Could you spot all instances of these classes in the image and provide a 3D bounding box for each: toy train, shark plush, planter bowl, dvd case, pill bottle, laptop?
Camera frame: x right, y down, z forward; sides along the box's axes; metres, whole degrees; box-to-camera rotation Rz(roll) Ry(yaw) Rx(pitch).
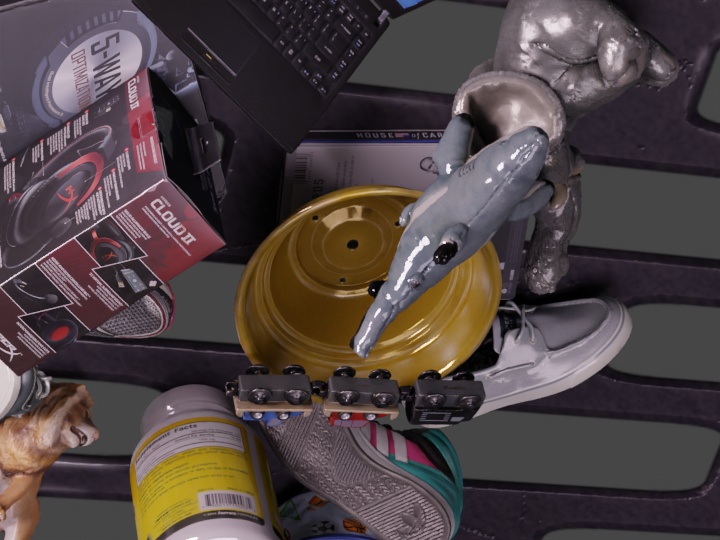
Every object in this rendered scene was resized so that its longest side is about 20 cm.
[{"bbox_3d":[-0.005,0.096,1.584,0.200,0.034,0.046,3,137,-15],"label":"toy train"},{"bbox_3d":[0.053,-0.029,1.471,0.200,0.083,0.091,-39,105,4],"label":"shark plush"},{"bbox_3d":[0.000,0.000,1.595,0.200,0.083,0.200,-6,126,-8],"label":"planter bowl"},{"bbox_3d":[0.033,-0.041,1.648,0.200,0.025,0.150,0,125,-11],"label":"dvd case"},{"bbox_3d":[-0.123,0.183,1.665,0.112,0.200,0.112,-6,125,-8],"label":"pill bottle"},{"bbox_3d":[-0.023,-0.204,1.466,0.177,0.103,0.200,44,77,-32],"label":"laptop"}]

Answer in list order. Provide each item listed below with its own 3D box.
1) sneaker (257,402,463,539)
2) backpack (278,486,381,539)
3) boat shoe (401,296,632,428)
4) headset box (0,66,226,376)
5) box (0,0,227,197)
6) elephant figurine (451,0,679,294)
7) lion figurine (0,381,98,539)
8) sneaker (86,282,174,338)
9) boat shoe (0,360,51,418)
[{"bbox_3d":[0.010,0.149,1.745,0.200,0.121,0.084,41,106,10],"label":"sneaker"},{"bbox_3d":[-0.022,0.286,1.798,0.200,0.154,0.191,12,113,-18],"label":"backpack"},{"bbox_3d":[0.120,0.064,1.711,0.201,0.070,0.072,-23,137,9],"label":"boat shoe"},{"bbox_3d":[-0.184,-0.041,1.469,0.200,0.149,0.075,-32,126,11],"label":"headset box"},{"bbox_3d":[-0.196,-0.125,1.527,0.160,0.044,0.200,-14,126,-2],"label":"box"},{"bbox_3d":[0.126,-0.113,1.544,0.200,0.155,0.141,-49,143,12],"label":"elephant figurine"},{"bbox_3d":[-0.280,0.177,1.706,0.072,0.122,0.200,36,134,5],"label":"lion figurine"},{"bbox_3d":[-0.239,0.023,1.604,0.200,0.075,0.081,10,122,-20],"label":"sneaker"},{"bbox_3d":[-0.268,0.077,1.590,0.062,0.200,0.073,-11,84,-24],"label":"boat shoe"}]
